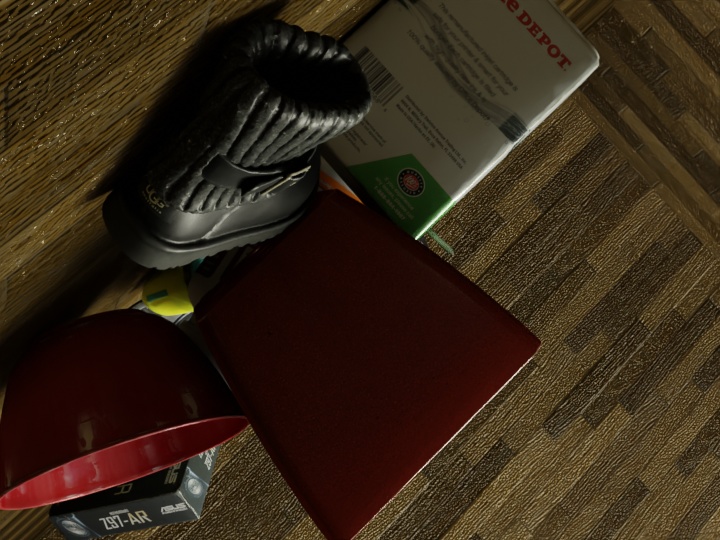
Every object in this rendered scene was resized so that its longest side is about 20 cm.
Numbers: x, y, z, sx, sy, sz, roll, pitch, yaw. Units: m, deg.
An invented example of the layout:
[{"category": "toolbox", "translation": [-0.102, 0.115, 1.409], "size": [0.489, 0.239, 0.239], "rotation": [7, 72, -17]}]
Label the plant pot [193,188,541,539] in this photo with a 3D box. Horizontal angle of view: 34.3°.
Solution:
[{"category": "plant pot", "translation": [-0.018, 0.050, 0.868], "size": [0.200, 0.176, 0.200], "rotation": [-44, -172, -5]}]

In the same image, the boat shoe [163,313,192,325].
[{"category": "boat shoe", "translation": [-0.200, 0.076, 1.337], "size": [0.072, 0.068, 0.200], "rotation": [-43, 178, 10]}]

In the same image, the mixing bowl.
[{"category": "mixing bowl", "translation": [-0.192, 0.097, 0.891], "size": [0.197, 0.110, 0.200], "rotation": [-18, 167, -4]}]

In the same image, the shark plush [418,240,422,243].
[{"category": "shark plush", "translation": [0.000, 0.000, 1.184], "size": [0.083, 0.092, 0.199], "rotation": [-12, 180, -41]}]

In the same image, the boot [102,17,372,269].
[{"category": "boot", "translation": [-0.050, -0.086, 0.717], "size": [0.158, 0.080, 0.211], "rotation": [-44, 178, 32]}]

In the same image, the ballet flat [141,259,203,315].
[{"category": "ballet flat", "translation": [-0.152, 0.008, 1.118], "size": [0.066, 0.068, 0.200], "rotation": [-21, -179, 15]}]

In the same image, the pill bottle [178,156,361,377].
[{"category": "pill bottle", "translation": [-0.076, 0.002, 0.998], "size": [0.201, 0.112, 0.113], "rotation": [-57, 180, -8]}]

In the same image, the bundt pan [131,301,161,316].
[{"category": "bundt pan", "translation": [-0.255, 0.123, 1.146], "size": [0.202, 0.076, 0.202], "rotation": [-43, 177, -2]}]

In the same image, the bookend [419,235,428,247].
[{"category": "bookend", "translation": [-0.005, 0.026, 1.447], "size": [0.198, 0.201, 0.092], "rotation": [-23, -177, -7]}]

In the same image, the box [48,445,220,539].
[{"category": "box", "translation": [-0.221, 0.180, 1.217], "size": [0.158, 0.044, 0.201], "rotation": [-14, -144, 22]}]

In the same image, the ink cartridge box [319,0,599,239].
[{"category": "ink cartridge box", "translation": [0.061, -0.139, 0.896], "size": [0.200, 0.147, 0.083], "rotation": [-42, 178, -3]}]

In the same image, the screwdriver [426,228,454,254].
[{"category": "screwdriver", "translation": [0.013, -0.073, 0.969], "size": [0.029, 0.200, 0.028], "rotation": [-1, 128, -38]}]
